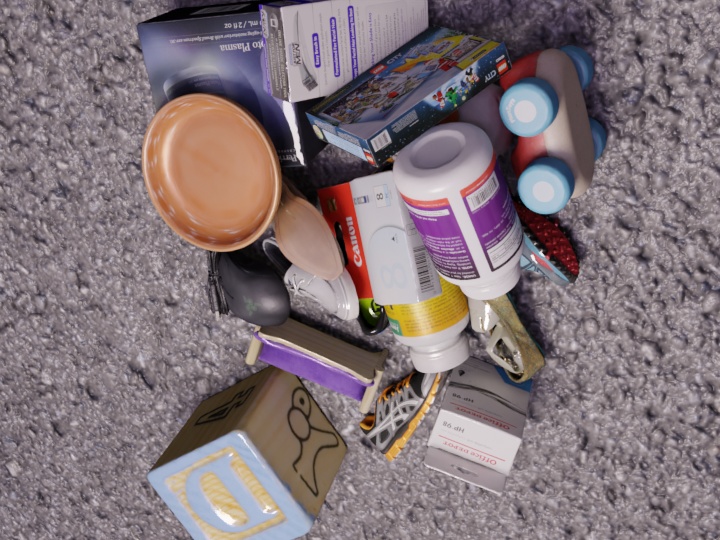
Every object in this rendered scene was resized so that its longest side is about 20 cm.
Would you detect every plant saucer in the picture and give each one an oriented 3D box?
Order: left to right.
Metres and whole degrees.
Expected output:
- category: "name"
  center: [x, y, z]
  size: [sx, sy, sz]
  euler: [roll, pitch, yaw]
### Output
- category: "plant saucer"
  center: [-0.183, -0.124, 1.129]
  size: [0.200, 0.037, 0.201]
  euler: [9, 113, 23]

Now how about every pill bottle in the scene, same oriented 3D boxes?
- category: "pill bottle"
  center: [0.085, 0.033, 1.229]
  size: [0.113, 0.113, 0.200]
  euler: [-11, 111, 21]
- category: "pill bottle"
  center: [0.119, -0.061, 1.020]
  size: [0.112, 0.113, 0.200]
  euler: [-10, 133, 20]

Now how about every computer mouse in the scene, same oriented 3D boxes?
- category: "computer mouse"
  center: [-0.174, 0.028, 1.279]
  size: [0.200, 0.053, 0.139]
  euler: [21, 121, 48]

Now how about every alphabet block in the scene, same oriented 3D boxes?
- category: "alphabet block"
  center: [-0.166, 0.293, 1.373]
  size: [0.196, 0.200, 0.196]
  euler: [-27, 103, 25]

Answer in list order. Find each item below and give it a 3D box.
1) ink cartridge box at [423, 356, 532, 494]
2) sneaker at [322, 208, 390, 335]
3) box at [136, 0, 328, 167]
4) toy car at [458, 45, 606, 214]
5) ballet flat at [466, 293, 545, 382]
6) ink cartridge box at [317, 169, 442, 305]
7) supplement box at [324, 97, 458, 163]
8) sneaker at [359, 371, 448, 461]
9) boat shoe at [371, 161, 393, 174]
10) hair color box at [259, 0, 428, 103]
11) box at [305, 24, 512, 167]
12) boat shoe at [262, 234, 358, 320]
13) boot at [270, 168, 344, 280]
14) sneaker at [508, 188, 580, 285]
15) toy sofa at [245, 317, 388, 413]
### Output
- category: "ink cartridge box"
  center: [0.165, 0.204, 1.235]
  size: [0.116, 0.200, 0.067]
  euler: [20, 117, 7]
- category: "sneaker"
  center: [0.000, 0.000, 1.256]
  size: [0.071, 0.083, 0.200]
  euler: [-13, 109, 21]
- category: "box"
  center: [-0.158, -0.240, 1.171]
  size: [0.200, 0.123, 0.199]
  euler: [-1, 115, 17]
- category: "toy car"
  center: [0.170, -0.165, 1.087]
  size: [0.200, 0.184, 0.177]
  euler: [-4, 114, 32]
- category: "ballet flat"
  center: [0.187, 0.076, 1.222]
  size: [0.071, 0.071, 0.200]
  euler: [-22, 119, 24]
- category: "ink cartridge box"
  center: [0.007, -0.037, 1.140]
  size: [0.200, 0.047, 0.160]
  euler: [-6, 98, 50]
- category: "supplement box"
  center: [0.036, -0.178, 1.111]
  size: [0.200, 0.066, 0.069]
  euler: [30, 135, 51]
- category: "sneaker"
  center: [0.064, 0.196, 1.334]
  size: [0.077, 0.078, 0.200]
  euler: [35, 118, 9]
- category: "boat shoe"
  center: [0.066, -0.135, 1.182]
  size: [0.200, 0.068, 0.072]
  euler: [-35, 101, 27]
- category: "hair color box"
  center: [-0.015, -0.275, 1.079]
  size: [0.065, 0.200, 0.110]
  euler: [30, 130, 52]
- category: "box"
  center: [0.053, -0.204, 1.027]
  size: [0.200, 0.137, 0.038]
  euler: [-37, 126, -14]
- category: "boat shoe"
  center: [-0.071, 0.005, 1.223]
  size: [0.200, 0.068, 0.072]
  euler: [51, 146, 40]
- category: "boot"
  center: [-0.084, -0.071, 1.210]
  size: [0.070, 0.146, 0.200]
  euler: [-39, 88, 6]
- category: "sneaker"
  center: [0.199, -0.043, 1.195]
  size: [0.200, 0.079, 0.096]
  euler: [39, 136, 2]
- category: "toy sofa"
  center: [-0.067, 0.135, 1.330]
  size: [0.200, 0.098, 0.083]
  euler: [22, 118, 5]
